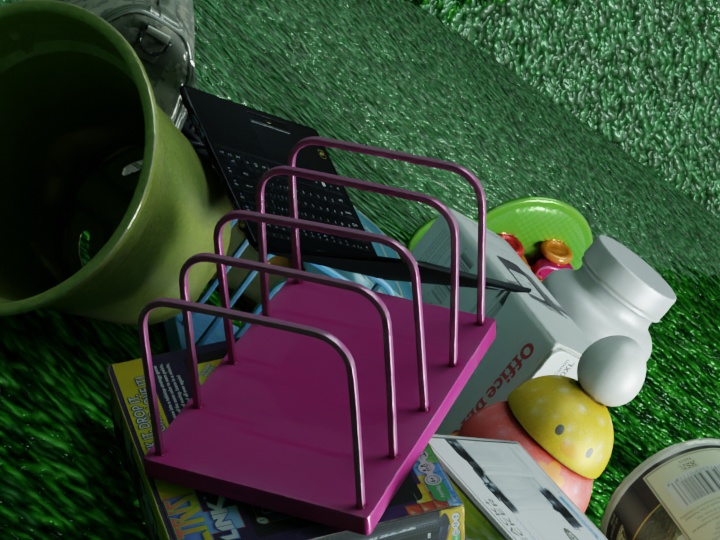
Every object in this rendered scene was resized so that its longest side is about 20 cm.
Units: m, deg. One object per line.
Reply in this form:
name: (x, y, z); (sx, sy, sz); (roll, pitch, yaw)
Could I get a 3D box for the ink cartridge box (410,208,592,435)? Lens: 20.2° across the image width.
ink cartridge box: (0.095, 0.070, 1.647); (0.083, 0.146, 0.200); (26, 19, -40)

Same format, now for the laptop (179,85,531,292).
laptop: (-0.003, -0.053, 1.371); (0.177, 0.103, 0.201); (14, 46, -60)

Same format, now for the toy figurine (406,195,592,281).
toy figurine: (0.157, 0.038, 1.968); (0.199, 0.151, 0.185); (8, 36, -20)

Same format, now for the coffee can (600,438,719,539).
coffee can: (0.296, 0.249, 1.592); (0.146, 0.147, 0.200); (27, 18, -35)

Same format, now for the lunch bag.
lunch bag: (-0.195, -0.155, 1.581); (0.139, 0.168, 0.200); (34, 15, -17)

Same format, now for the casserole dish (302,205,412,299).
casserole dish: (0.000, 0.000, 1.620); (0.121, 0.039, 0.200); (40, 15, -31)

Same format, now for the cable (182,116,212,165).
cable: (-0.106, -0.100, 1.857); (0.199, 0.051, 0.163); (20, 24, -49)

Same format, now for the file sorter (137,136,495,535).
file sorter: (-0.021, 0.026, 1.151); (0.138, 0.126, 0.200); (12, 36, 20)

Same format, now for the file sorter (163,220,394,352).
file sorter: (-0.042, 0.054, 1.418); (0.138, 0.123, 0.200); (32, 16, -24)

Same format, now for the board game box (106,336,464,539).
board game box: (-0.048, 0.115, 1.182); (0.164, 0.057, 0.200); (-12, 35, -13)

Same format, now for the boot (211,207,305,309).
boot: (-0.059, 0.006, 1.648); (0.201, 0.071, 0.144); (51, 13, 29)

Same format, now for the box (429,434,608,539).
box: (0.088, 0.168, 1.309); (0.117, 0.060, 0.200); (48, 13, 21)

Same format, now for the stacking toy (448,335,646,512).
stacking toy: (0.132, 0.124, 1.468); (0.146, 0.200, 0.146); (34, 15, -11)

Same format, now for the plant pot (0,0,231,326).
plant pot: (-0.178, -0.048, 1.315); (0.200, 0.200, 0.184); (46, 6, 27)

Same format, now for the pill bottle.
pill bottle: (0.173, 0.073, 1.713); (0.112, 0.200, 0.112); (35, 15, -11)
